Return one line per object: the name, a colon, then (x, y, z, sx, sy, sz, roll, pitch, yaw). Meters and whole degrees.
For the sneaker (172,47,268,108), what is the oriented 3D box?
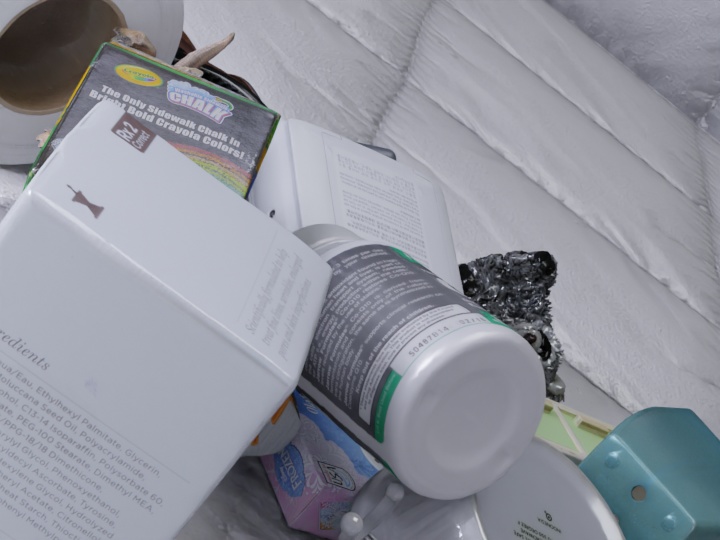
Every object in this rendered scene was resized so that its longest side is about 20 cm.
sneaker: (-0.131, -0.139, 1.500, 0.199, 0.070, 0.090, 30, 20, 12)

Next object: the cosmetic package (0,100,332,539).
cosmetic package: (-0.142, 0.051, 1.020, 0.165, 0.200, 0.165, 37, 20, -8)

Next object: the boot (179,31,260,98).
boot: (-0.189, -0.167, 1.616, 0.186, 0.064, 0.199, 43, 18, 30)

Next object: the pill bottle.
pill bottle: (0.017, 0.050, 1.207, 0.113, 0.114, 0.200, 23, 9, -39)

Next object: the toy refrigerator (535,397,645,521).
toy refrigerator: (0.168, 0.155, 1.561, 0.199, 0.070, 0.076, 23, 26, -38)

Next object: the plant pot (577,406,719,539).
plant pot: (0.211, 0.187, 1.413, 0.142, 0.141, 0.200, 49, 11, 24)

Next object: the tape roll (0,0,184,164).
tape roll: (-0.242, -0.195, 1.369, 0.202, 0.203, 0.139, 15, 30, -50)

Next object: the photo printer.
photo printer: (0.000, 0.000, 1.404, 0.166, 0.069, 0.201, 21, 42, -33)

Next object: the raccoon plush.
raccoon plush: (0.142, 0.062, 1.713, 0.200, 0.096, 0.135, 36, 43, -75)

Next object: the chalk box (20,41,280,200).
chalk box: (-0.133, -0.046, 1.190, 0.124, 0.124, 0.201, 23, 36, -3)

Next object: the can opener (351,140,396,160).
can opener: (-0.059, -0.095, 1.611, 0.198, 0.054, 0.067, 10, 1, -21)

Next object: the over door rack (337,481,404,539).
over door rack: (0.017, 0.215, 1.062, 0.148, 0.067, 0.200, 43, 43, 10)

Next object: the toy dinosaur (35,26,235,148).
toy dinosaur: (-0.151, -0.080, 1.354, 0.085, 0.136, 0.201, 14, 56, 16)

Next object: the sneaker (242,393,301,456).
sneaker: (-0.120, 0.045, 1.266, 0.200, 0.078, 0.077, 38, 15, -3)

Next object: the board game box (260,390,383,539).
board game box: (0.004, 0.124, 1.366, 0.198, 0.043, 0.201, 24, 26, -37)

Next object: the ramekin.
ramekin: (0.093, 0.192, 1.235, 0.202, 0.094, 0.203, 34, 35, -28)
